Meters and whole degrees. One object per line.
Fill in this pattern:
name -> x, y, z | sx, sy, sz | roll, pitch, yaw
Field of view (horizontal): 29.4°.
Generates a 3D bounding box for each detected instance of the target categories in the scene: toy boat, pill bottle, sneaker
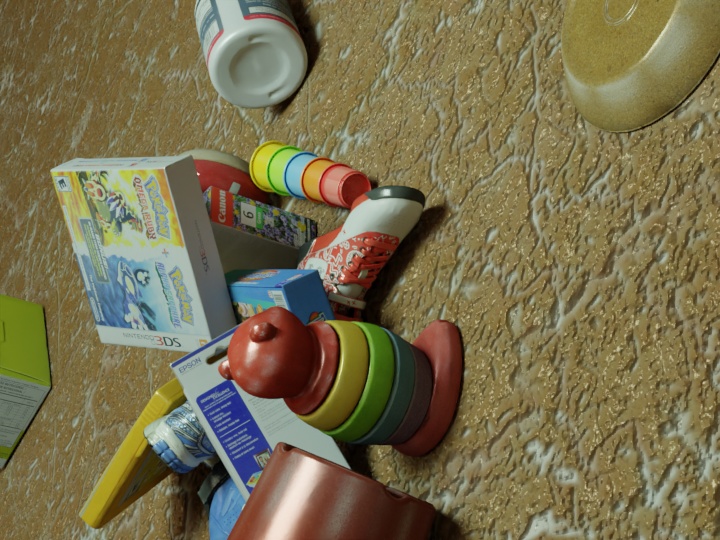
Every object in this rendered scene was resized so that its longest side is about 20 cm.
toy boat -> -0.193, -0.045, 1.616 | 0.200, 0.130, 0.131 | -48, 32, 36
pill bottle -> -0.141, -0.301, 1.688 | 0.120, 0.119, 0.200 | -54, 34, 28
sneaker -> -0.146, 0.159, 1.432 | 0.085, 0.077, 0.200 | -41, -7, 11
sneaker -> 0.001, 0.000, 1.340 | 0.201, 0.067, 0.108 | -34, 49, 50
sneaker -> -0.101, 0.212, 1.378 | 0.200, 0.077, 0.111 | -57, 41, 36

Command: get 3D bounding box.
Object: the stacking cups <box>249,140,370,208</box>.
stacking cups -> -0.052, -0.106, 1.495 | 0.200, 0.060, 0.061 | 16, 88, 59

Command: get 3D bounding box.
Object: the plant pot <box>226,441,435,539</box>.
plant pot -> -0.038, 0.261, 1.152 | 0.201, 0.200, 0.196 | 8, 73, 60

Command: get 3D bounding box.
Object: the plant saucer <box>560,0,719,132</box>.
plant saucer -> 0.223, -0.212, 1.111 | 0.200, 0.035, 0.201 | -35, 47, 47

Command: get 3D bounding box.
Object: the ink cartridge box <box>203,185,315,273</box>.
ink cartridge box -> -0.159, -0.039, 1.491 | 0.109, 0.200, 0.050 | -38, 44, 44

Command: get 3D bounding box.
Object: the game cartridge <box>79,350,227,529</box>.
game cartridge -> -0.216, 0.182, 1.532 | 0.200, 0.032, 0.176 | -55, -10, 28

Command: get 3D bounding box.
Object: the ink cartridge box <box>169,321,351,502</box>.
ink cartridge box -> -0.087, 0.151, 1.278 | 0.200, 0.099, 0.039 | 59, 168, 12

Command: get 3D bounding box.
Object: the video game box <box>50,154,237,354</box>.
video game box -> -0.220, -0.016, 1.396 | 0.182, 0.047, 0.201 | 1, 112, 39

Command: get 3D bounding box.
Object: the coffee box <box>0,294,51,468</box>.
coffee box -> -0.625, 0.160, 2.166 | 0.198, 0.200, 0.200 | -55, 34, 27

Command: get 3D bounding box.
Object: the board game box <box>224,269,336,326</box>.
board game box -> -0.078, 0.075, 1.361 | 0.200, 0.045, 0.153 | 1, 113, 61

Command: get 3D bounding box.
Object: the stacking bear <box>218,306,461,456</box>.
stacking bear -> -0.023, 0.088, 1.192 | 0.121, 0.200, 0.114 | -43, 40, 40
